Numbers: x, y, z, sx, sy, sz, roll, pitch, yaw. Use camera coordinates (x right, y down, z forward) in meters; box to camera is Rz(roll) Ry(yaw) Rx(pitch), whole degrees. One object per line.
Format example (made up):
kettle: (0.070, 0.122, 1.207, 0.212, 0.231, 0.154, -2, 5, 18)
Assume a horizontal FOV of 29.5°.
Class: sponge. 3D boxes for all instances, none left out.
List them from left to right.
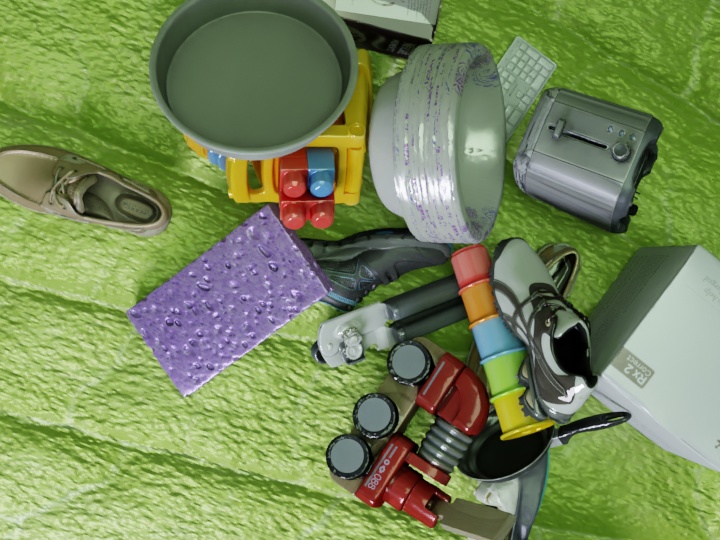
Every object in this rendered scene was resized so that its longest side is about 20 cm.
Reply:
sponge: (-0.137, 0.032, 1.421, 0.200, 0.030, 0.112, -36, 92, 15)

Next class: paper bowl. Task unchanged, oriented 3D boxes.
paper bowl: (0.076, -0.128, 1.381, 0.104, 0.201, 0.202, 0, 90, 20)

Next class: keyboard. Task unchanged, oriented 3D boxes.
keyboard: (0.138, -0.158, 1.487, 0.056, 0.011, 0.200, 34, 87, -4)

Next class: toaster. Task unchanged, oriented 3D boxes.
toaster: (0.236, -0.114, 1.420, 0.129, 0.200, 0.114, 24, 87, 12)

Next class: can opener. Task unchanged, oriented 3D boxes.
can opener: (0.040, 0.047, 1.454, 0.199, 0.066, 0.053, -19, 111, -13)

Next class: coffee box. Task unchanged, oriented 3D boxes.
coffee box: (-0.019, -0.287, 1.420, 0.199, 0.113, 0.080, 13, 86, -5)

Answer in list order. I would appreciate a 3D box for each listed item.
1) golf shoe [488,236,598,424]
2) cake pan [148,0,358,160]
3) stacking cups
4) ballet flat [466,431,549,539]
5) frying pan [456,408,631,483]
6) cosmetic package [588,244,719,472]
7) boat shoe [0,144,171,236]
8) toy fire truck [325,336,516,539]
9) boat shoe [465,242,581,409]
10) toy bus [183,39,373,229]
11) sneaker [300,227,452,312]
golf shoe: (0.191, 0.048, 1.358, 0.077, 0.094, 0.201, -1, 65, -32)
cake pan: (-0.102, -0.189, 1.311, 0.199, 0.037, 0.201, 1, 64, -1)
stacking cups: (0.146, 0.070, 1.410, 0.060, 0.061, 0.201, -13, 75, -5)
ballet flat: (0.149, 0.265, 1.453, 0.073, 0.073, 0.201, 14, 91, -5)
frying pan: (0.187, 0.167, 1.439, 0.189, 0.115, 0.031, -25, 121, 7)
cosmetic package: (0.331, 0.086, 1.409, 0.165, 0.200, 0.165, 37, 86, -5)
boat shoe: (-0.293, -0.087, 1.418, 0.199, 0.065, 0.072, 14, 88, -5)
toy fire truck: (0.085, 0.186, 1.394, 0.200, 0.129, 0.176, 33, 86, 13)
boat shoe: (0.172, 0.059, 1.456, 0.071, 0.076, 0.201, 27, 88, -6)
toy bus: (-0.085, -0.125, 1.364, 0.199, 0.136, 0.193, 1, 50, -4)
sneaker: (0.000, 0.000, 1.449, 0.199, 0.073, 0.082, -6, 96, 4)
